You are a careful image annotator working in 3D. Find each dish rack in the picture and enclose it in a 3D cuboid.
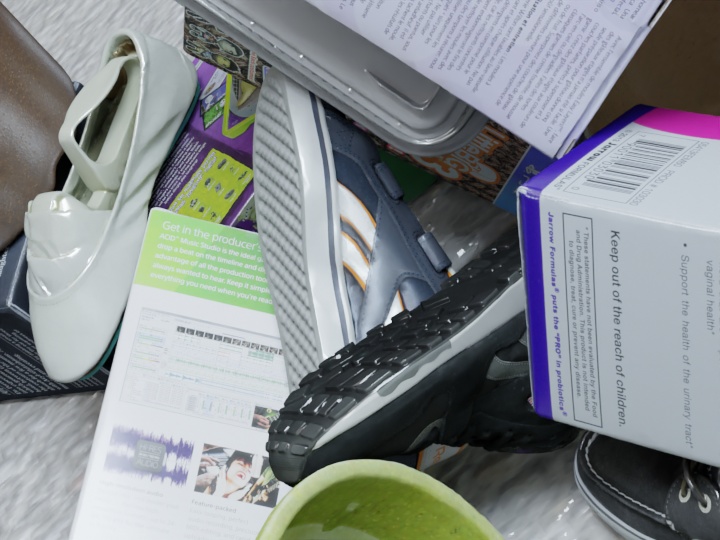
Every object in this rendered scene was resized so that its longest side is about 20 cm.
[{"bbox_3d":[0.000,-0.159,0.678,0.173,0.199,0.044,-56,2,16],"label":"dish rack"}]

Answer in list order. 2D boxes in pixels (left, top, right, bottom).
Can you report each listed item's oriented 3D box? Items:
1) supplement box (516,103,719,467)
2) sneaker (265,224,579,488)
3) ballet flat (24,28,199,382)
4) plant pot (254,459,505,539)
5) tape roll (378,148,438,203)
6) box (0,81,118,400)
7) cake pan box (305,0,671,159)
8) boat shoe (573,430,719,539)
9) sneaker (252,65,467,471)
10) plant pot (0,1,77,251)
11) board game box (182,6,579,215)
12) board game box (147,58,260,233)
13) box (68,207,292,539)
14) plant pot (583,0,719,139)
[{"bbox_3d":[0.170,0.013,0.588,0.198,0.105,0.101,13,31,37],"label":"supplement box"},{"bbox_3d":[0.055,0.050,0.672,0.199,0.088,0.075,-33,12,-26],"label":"sneaker"},{"bbox_3d":[-0.144,-0.042,0.846,0.069,0.069,0.202,-2,61,37],"label":"ballet flat"},{"bbox_3d":[-0.033,0.204,0.628,0.183,0.199,0.202,-31,46,32],"label":"plant pot"},{"bbox_3d":[-0.009,-0.118,0.909,0.199,0.048,0.203,-20,52,27],"label":"tape roll"},{"bbox_3d":[-0.227,-0.009,0.964,0.198,0.107,0.150,-8,57,33],"label":"box"},{"bbox_3d":[0.046,-0.161,0.589,0.201,0.183,0.052,-60,-3,38],"label":"cake pan box"},{"bbox_3d":[0.159,0.089,0.622,0.199,0.066,0.070,20,75,44],"label":"boat shoe"},{"bbox_3d":[0.000,0.000,0.743,0.078,0.078,0.203,142,121,-65],"label":"sneaker"},{"bbox_3d":[-0.267,-0.107,0.844,0.198,0.198,0.202,-20,51,27],"label":"plant pot"},{"bbox_3d":[0.034,-0.150,0.782,0.198,0.097,0.161,25,74,0],"label":"board game box"},{"bbox_3d":[-0.057,-0.094,0.876,0.120,0.032,0.201,31,83,43],"label":"board game box"},{"bbox_3d":[-0.053,0.077,0.760,0.142,0.036,0.202,13,63,-5],"label":"box"},{"bbox_3d":[0.197,-0.119,0.668,0.198,0.202,0.135,-9,26,34],"label":"plant pot"}]
